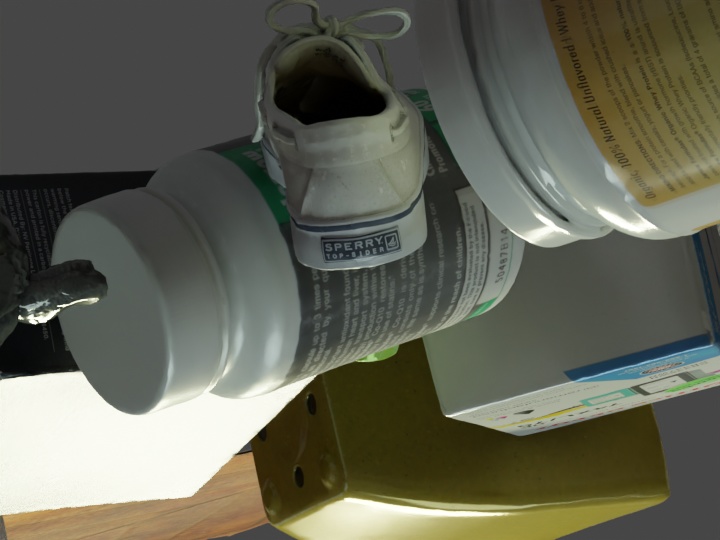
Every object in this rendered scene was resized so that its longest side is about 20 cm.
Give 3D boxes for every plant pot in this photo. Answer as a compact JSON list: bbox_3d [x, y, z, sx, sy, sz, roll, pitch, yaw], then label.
[{"bbox_3d":[0.038,0.075,1.487,0.199,0.197,0.194,-6,167,-29],"label":"plant pot"}]

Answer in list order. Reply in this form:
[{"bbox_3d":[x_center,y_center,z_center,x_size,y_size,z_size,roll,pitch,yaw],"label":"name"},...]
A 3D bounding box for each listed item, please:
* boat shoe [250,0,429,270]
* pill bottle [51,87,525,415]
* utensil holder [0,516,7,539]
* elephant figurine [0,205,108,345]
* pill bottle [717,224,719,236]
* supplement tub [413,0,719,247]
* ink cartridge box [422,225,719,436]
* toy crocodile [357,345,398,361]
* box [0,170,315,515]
[{"bbox_3d":[-0.013,-0.072,0.987,0.074,0.087,0.202,-8,-161,2],"label":"boat shoe"},{"bbox_3d":[-0.032,-0.008,1.102,0.199,0.114,0.113,-19,175,-35],"label":"pill bottle"},{"bbox_3d":[-0.370,0.209,1.744,0.199,0.171,0.170,-10,169,-28],"label":"utensil holder"},{"bbox_3d":[-0.238,-0.002,0.986,0.199,0.156,0.142,-10,-151,47],"label":"elephant figurine"},{"bbox_3d":[0.248,-0.012,1.509,0.115,0.117,0.200,-18,169,24],"label":"pill bottle"},{"bbox_3d":[0.133,-0.096,0.846,0.199,0.146,0.144,-20,168,30],"label":"supplement tub"},{"bbox_3d":[0.116,-0.002,1.307,0.146,0.147,0.200,-15,170,13],"label":"ink cartridge box"},{"bbox_3d":[0.000,0.000,1.273,0.061,0.068,0.200,18,-169,1],"label":"toy crocodile"},{"bbox_3d":[-0.138,0.040,1.215,0.181,0.105,0.200,-2,155,-30],"label":"box"}]
